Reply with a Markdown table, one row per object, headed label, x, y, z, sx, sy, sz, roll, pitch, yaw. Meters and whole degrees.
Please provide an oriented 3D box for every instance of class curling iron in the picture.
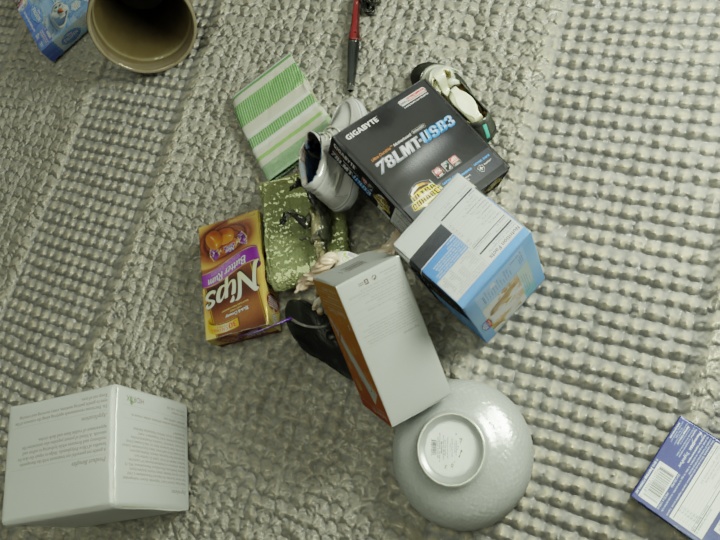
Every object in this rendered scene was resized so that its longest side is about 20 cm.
| label | x | y | z | sx | sy | sz | roll | pitch | yaw |
| --- | --- | --- | --- | --- | --- | --- | --- | --- | --- |
| curling iron | -0.003 | -0.410 | 1.263 | 0.049 | 0.026 | 0.203 | 5 | 75 | 26 |

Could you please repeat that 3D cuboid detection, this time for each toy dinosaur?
| label | x | y | z | sx | sy | sz | roll | pitch | yaw |
| --- | --- | --- | --- | --- | --- | --- | --- | --- | --- |
| toy dinosaur | -0.076 | -0.095 | 1.126 | 0.047 | 0.087 | 0.203 | -26 | 52 | 51 |

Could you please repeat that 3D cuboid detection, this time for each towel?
| label | x | y | z | sx | sy | sz | roll | pitch | yaw |
| --- | --- | --- | --- | --- | --- | --- | --- | --- | --- |
| towel | -0.140 | -0.273 | 1.276 | 0.151 | 0.023 | 0.202 | -33 | 66 | 9 |
| towel | -0.089 | -0.070 | 1.172 | 0.146 | 0.037 | 0.203 | -11 | 69 | 6 |

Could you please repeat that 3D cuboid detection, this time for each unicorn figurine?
| label | x | y | z | sx | sy | sz | roll | pitch | yaw |
| --- | --- | --- | --- | --- | --- | --- | --- | --- | --- |
| unicorn figurine | 0.000 | 0.000 | 1.083 | 0.074 | 0.199 | 0.138 | 42 | 118 | 22 |

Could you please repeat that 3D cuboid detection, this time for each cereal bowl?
| label | x | y | z | sx | sy | sz | roll | pitch | yaw |
| --- | --- | --- | --- | --- | --- | --- | --- | --- | --- |
| cereal bowl | 0.131 | 0.245 | 0.969 | 0.197 | 0.083 | 0.204 | -6 | 72 | 19 |

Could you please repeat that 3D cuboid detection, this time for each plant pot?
| label | x | y | z | sx | sy | sz | roll | pitch | yaw |
| --- | --- | --- | --- | --- | --- | --- | --- | --- | --- |
| plant pot | -0.422 | -0.515 | 1.384 | 0.198 | 0.200 | 0.175 | -28 | 50 | 10 |

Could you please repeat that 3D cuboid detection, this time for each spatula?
| label | x | y | z | sx | sy | sz | roll | pitch | yaw |
| --- | --- | --- | --- | --- | --- | --- | --- | --- | --- |
| spatula | -0.069 | 0.078 | 1.057 | 0.197 | 0.056 | 0.021 | -2 | 81 | -25 |

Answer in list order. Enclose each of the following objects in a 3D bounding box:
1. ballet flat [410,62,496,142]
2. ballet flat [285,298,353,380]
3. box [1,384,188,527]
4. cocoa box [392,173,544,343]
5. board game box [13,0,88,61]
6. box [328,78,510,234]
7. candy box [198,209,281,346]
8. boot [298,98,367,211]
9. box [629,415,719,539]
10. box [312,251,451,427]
| label | x | y | z | sx | sy | sz | roll | pitch | yaw |
| --- | --- | --- | --- | --- | --- | --- | --- | --- | --- |
| ballet flat | 0.146 | -0.282 | 1.140 | 0.068 | 0.068 | 0.200 | -39 | 64 | -2 |
| ballet flat | -0.047 | 0.107 | 1.110 | 0.199 | 0.056 | 0.067 | 36 | 116 | 32 |
| box | -0.393 | 0.289 | 1.093 | 0.196 | 0.200 | 0.174 | -13 | 67 | 16 |
| cocoa box | 0.154 | -0.009 | 0.976 | 0.134 | 0.200 | 0.131 | -47 | 64 | 0 |
| board game box | -0.640 | -0.587 | 1.558 | 0.198 | 0.043 | 0.201 | -39 | 64 | 4 |
| box | 0.087 | -0.164 | 1.066 | 0.199 | 0.050 | 0.199 | -35 | 77 | -26 |
| candy box | -0.200 | 0.013 | 1.188 | 0.115 | 0.056 | 0.203 | -15 | 70 | 15 |
| boot | -0.043 | -0.198 | 1.113 | 0.073 | 0.095 | 0.203 | -15 | 60 | 35 |
| box | 0.444 | 0.284 | 0.862 | 0.199 | 0.032 | 0.122 | 34 | 88 | 28 |
| box | 0.027 | 0.087 | 0.975 | 0.096 | 0.124 | 0.203 | -25 | 101 | -15 |
